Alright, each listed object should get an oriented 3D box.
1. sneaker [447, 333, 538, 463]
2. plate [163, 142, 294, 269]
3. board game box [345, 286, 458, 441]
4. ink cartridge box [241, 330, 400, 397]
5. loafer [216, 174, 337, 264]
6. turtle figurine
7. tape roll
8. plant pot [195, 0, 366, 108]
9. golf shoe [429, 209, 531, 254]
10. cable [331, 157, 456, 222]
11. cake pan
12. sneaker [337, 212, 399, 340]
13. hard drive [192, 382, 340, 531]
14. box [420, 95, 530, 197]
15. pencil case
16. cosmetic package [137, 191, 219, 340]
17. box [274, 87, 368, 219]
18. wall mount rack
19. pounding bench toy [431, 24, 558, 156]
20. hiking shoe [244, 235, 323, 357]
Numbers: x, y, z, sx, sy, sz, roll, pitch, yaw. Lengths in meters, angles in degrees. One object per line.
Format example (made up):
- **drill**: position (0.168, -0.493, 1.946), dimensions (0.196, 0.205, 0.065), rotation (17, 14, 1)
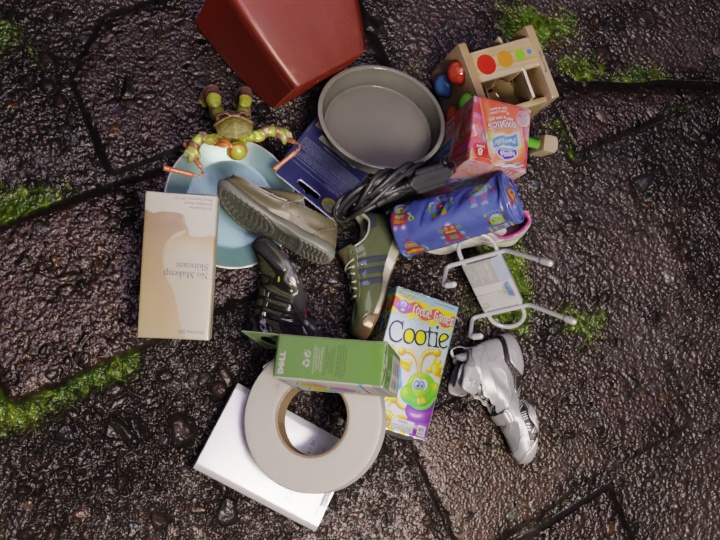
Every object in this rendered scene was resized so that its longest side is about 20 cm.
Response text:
- **sneaker**: position (0.202, 0.203, 1.212), dimensions (0.114, 0.075, 0.202), rotation (-6, 77, -16)
- **plate**: position (-0.195, -0.100, 1.174), dimensions (0.198, 0.026, 0.203), rotation (2, 81, -15)
- **board game box**: position (0.060, 0.141, 1.164), dimensions (0.102, 0.105, 0.202), rotation (19, 76, -11)
- **ink cartridge box**: position (-0.053, 0.125, 1.026), dimensions (0.197, 0.104, 0.060), rotation (3, 74, 14)
- **loafer**: position (-0.118, -0.084, 1.150), dimensions (0.199, 0.075, 0.070), rotation (32, 61, -12)
- **turtle figurine**: position (-0.196, -0.209, 1.137), dimensions (0.198, 0.065, 0.162), rotation (-12, 49, -8)
- **tape roll**: position (-0.063, 0.204, 1.080), dimensions (0.200, 0.037, 0.205), rotation (-4, 74, 13)
- **plant pot**: position (-0.104, -0.361, 1.166), dimensions (0.199, 0.199, 0.177), rotation (-33, 100, -18)
- **golf shoe**: position (0.179, -0.072, 1.242), dimensions (0.198, 0.091, 0.076), rotation (-8, 84, -16)
- **cable**: position (0.034, -0.116, 1.133), dimensions (0.199, 0.163, 0.051), rotation (-22, 94, -31)
- **cake pan**: position (0.030, -0.227, 1.196), dimensions (0.198, 0.037, 0.202), rotation (6, 60, -10)
- **sneaker**: position (0.000, 0.000, 1.191), dimensions (0.089, 0.067, 0.202), rotation (25, 68, -13)
- **hard drive**: position (-0.123, 0.270, 1.131), dimensions (0.199, 0.025, 0.133), rotation (30, 74, -9)
- **box**: position (0.171, -0.176, 1.199), dimensions (0.094, 0.200, 0.104), rotation (10, 78, -14)
- **pencil case**: position (0.139, -0.082, 1.145), dimensions (0.078, 0.198, 0.087), rotation (52, 34, -37)
- **cosmetic package**: position (-0.254, -0.005, 1.097), dimensions (0.104, 0.071, 0.203), rotation (2, 88, -8)
- **box**: position (-0.039, -0.181, 1.216), dimensions (0.121, 0.032, 0.201), rotation (38, 63, -7)
- **wall mount rack**: position (0.225, 0.032, 1.183), dimensions (0.201, 0.172, 0.075), rotation (59, 29, -32)
- **pounding bench toy**: position (0.221, -0.264, 1.268), dimensions (0.155, 0.124, 0.202), rotation (-19, 86, -18)
- **hiking shoe**: position (-0.127, 0.052, 1.134), dimensions (0.100, 0.076, 0.202), rotation (-24, 96, -15)
